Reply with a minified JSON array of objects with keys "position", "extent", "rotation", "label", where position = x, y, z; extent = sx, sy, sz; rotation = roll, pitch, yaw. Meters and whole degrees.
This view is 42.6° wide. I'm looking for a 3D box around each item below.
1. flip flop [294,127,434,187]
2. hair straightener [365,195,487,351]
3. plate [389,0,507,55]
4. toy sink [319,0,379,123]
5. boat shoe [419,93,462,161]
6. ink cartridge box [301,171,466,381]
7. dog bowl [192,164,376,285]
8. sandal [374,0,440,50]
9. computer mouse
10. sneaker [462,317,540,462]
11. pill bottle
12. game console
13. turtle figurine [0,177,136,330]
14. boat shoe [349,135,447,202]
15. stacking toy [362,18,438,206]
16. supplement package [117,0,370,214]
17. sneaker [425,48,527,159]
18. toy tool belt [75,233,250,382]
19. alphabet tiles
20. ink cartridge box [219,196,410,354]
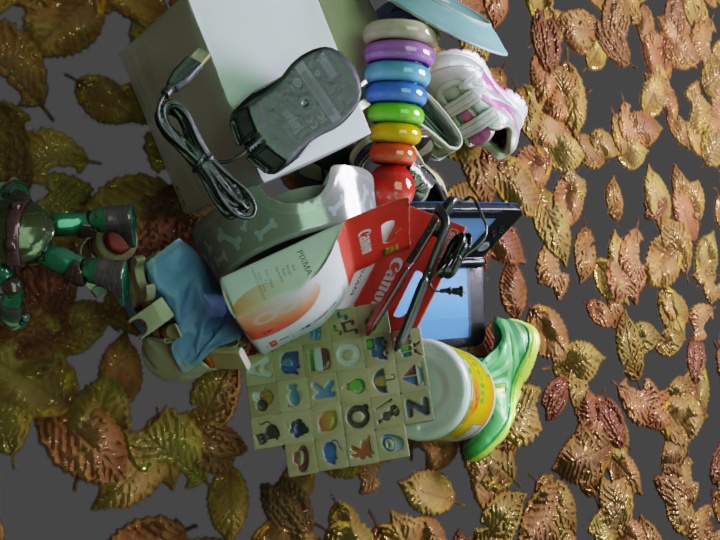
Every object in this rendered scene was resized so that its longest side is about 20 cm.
[{"position":[0.002,-0.147,1.142],"extent":[0.197,0.082,0.058],"rotation":[-17,55,-27],"label":"flip flop"},{"position":[0.084,0.003,1.010],"extent":[0.076,0.041,0.202],"rotation":[30,71,4],"label":"hair straightener"},{"position":[0.088,-0.306,1.068],"extent":[0.198,0.201,0.026],"rotation":[13,116,-32],"label":"plate"},{"position":[-0.047,-0.248,1.083],"extent":[0.112,0.130,0.202],"rotation":[-40,107,-31],"label":"toy sink"},{"position":[0.057,-0.223,1.190],"extent":[0.199,0.062,0.073],"rotation":[41,64,-22],"label":"boat shoe"},{"position":[0.000,0.000,1.045],"extent":[0.202,0.172,0.044],"rotation":[-63,153,-10],"label":"ink cartridge box"},{"position":[-0.070,-0.036,0.955],"extent":[0.198,0.200,0.060],"rotation":[-11,74,-34],"label":"dog bowl"},{"position":[0.045,-0.294,1.151],"extent":[0.086,0.201,0.080],"rotation":[12,121,-16],"label":"sandal"},{"position":[-0.098,-0.154,0.852],"extent":[0.141,0.046,0.200],"rotation":[48,67,-14],"label":"computer mouse"},{"position":[0.170,0.156,1.223],"extent":[0.083,0.074,0.202],"rotation":[24,72,-4],"label":"sneaker"},{"position":[0.099,0.146,1.097],"extent":[0.200,0.109,0.113],"rotation":[26,65,-67],"label":"pill bottle"},{"position":[0.108,0.009,1.167],"extent":[0.197,0.171,0.120],"rotation":[-3,58,-34],"label":"game console"},{"position":[-0.314,-0.022,0.862],"extent":[0.196,0.101,0.153],"rotation":[3,78,-5],"label":"turtle figurine"},{"position":[0.061,-0.106,1.131],"extent":[0.199,0.073,0.065],"rotation":[24,27,-51],"label":"boat shoe"},{"position":[0.038,-0.166,1.012],"extent":[0.084,0.085,0.204],"rotation":[4,89,-33],"label":"stacking toy"},{"position":[-0.127,-0.187,0.978],"extent":[0.146,0.199,0.194],"rotation":[-27,99,-33],"label":"supplement package"},{"position":[0.152,-0.217,1.223],"extent":[0.198,0.081,0.089],"rotation":[27,51,-33],"label":"sneaker"},{"position":[-0.193,0.024,0.952],"extent":[0.125,0.122,0.201],"rotation":[-43,107,-30],"label":"toy tool belt"},{"position":[-0.024,0.127,0.997],"extent":[0.196,0.006,0.169],"rotation":[-9,79,-2],"label":"alphabet tiles"},{"position":[-0.032,0.011,0.933],"extent":[0.197,0.162,0.051],"rotation":[-22,73,-3],"label":"ink cartridge box"}]
